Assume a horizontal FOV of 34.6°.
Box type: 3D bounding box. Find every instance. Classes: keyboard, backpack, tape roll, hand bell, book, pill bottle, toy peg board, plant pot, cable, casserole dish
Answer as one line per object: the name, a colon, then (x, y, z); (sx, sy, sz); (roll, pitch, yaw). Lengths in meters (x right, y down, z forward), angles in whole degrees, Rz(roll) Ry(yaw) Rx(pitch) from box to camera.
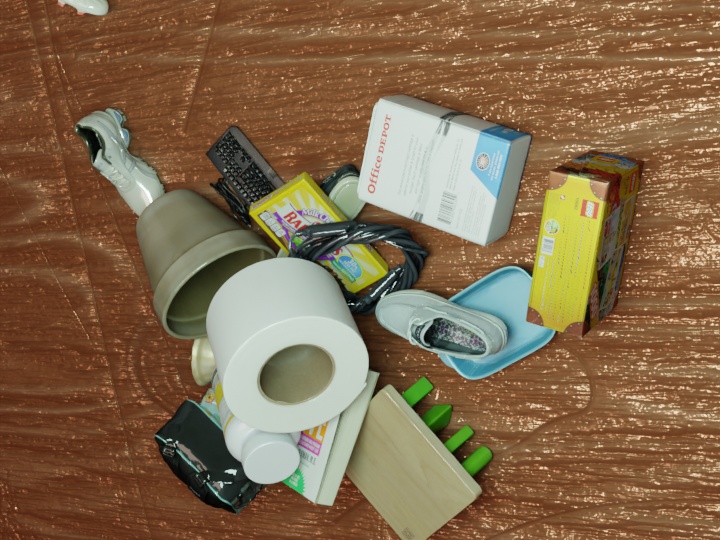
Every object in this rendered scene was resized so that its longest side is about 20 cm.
keyboard: (-0.167, -0.114, 1.756); (0.200, 0.040, 0.104); (51, 121, 9)
backpack: (-0.222, 0.293, 1.830); (0.176, 0.153, 0.200); (36, 156, 15)
tape roll: (-0.102, 0.102, 1.580); (0.203, 0.202, 0.139); (-65, 30, 27)
hand bell: (-0.152, 0.141, 1.806); (0.199, 0.104, 0.104); (6, 107, 17)
book: (-0.057, 0.224, 1.684); (0.134, 0.048, 0.200); (17, 89, 54)
pill bottle: (-0.149, 0.212, 1.686); (0.112, 0.112, 0.200); (-64, 29, 27)
toy peg board: (0.083, 0.273, 1.705); (0.200, 0.098, 0.199); (49, 138, 10)
plant pot: (-0.252, -0.023, 1.760); (0.174, 0.200, 0.200); (51, 124, 27)
cable: (0.000, 0.000, 1.637); (0.199, 0.051, 0.163); (-7, 126, 5)
casserole dish: (0.188, 0.070, 1.602); (0.200, 0.039, 0.121); (-34, 86, 34)

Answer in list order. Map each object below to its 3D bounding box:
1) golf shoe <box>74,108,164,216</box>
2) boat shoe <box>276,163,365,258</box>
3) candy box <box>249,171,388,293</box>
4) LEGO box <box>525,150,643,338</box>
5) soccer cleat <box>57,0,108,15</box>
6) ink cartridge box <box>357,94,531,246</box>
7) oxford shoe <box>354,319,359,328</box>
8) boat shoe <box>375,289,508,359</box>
golf shoe: (-0.389, -0.159, 1.839); (0.078, 0.097, 0.200); (-33, 88, 31)
boat shoe: (-0.061, -0.078, 1.692); (0.199, 0.074, 0.066); (-54, 33, 32)
candy box: (-0.058, -0.043, 1.654); (0.102, 0.026, 0.200); (-31, 119, 21)
LEGO box: (0.281, -0.036, 1.450); (0.077, 0.149, 0.200); (16, 112, 25)
soccer cleat: (-0.467, -0.471, 1.814); (0.200, 0.069, 0.078); (39, 117, 18)
ink cartridge box: (0.111, -0.139, 1.558); (0.200, 0.086, 0.147); (23, 114, 25)
oxford shoe: (-0.097, 0.079, 1.754); (0.199, 0.075, 0.071); (-3, 139, 12)
boat shoe: (0.101, 0.076, 1.590); (0.200, 0.071, 0.070); (13, 109, 27)
